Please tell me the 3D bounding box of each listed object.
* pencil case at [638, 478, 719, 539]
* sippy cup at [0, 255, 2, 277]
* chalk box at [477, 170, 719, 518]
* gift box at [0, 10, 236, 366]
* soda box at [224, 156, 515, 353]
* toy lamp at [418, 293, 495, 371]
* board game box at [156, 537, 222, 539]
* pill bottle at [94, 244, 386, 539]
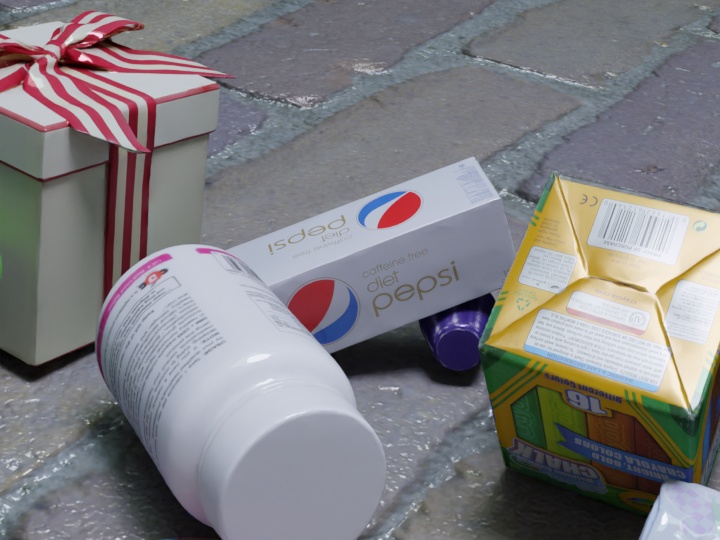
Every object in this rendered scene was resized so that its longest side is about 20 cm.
[{"bbox_3d":[0.230,0.173,0.734,0.197,0.084,0.091,14,50,16],"label":"pencil case"},{"bbox_3d":[-0.304,0.032,0.856,0.176,0.142,0.129,-5,16,-44],"label":"sippy cup"},{"bbox_3d":[0.154,0.061,0.849,0.123,0.201,0.125,16,62,22],"label":"chalk box"},{"bbox_3d":[-0.194,-0.067,0.976,0.198,0.189,0.184,20,27,26],"label":"gift box"},{"bbox_3d":[0.000,0.000,0.955,0.197,0.069,0.064,-20,32,-2],"label":"soda box"},{"bbox_3d":[0.069,0.005,1.039,0.057,0.059,0.201,5,30,0],"label":"toy lamp"},{"bbox_3d":[-0.080,0.179,0.708,0.199,0.039,0.157,28,36,34],"label":"board game box"},{"bbox_3d":[-0.070,0.073,0.813,0.112,0.115,0.200,-8,26,-24],"label":"pill bottle"}]
